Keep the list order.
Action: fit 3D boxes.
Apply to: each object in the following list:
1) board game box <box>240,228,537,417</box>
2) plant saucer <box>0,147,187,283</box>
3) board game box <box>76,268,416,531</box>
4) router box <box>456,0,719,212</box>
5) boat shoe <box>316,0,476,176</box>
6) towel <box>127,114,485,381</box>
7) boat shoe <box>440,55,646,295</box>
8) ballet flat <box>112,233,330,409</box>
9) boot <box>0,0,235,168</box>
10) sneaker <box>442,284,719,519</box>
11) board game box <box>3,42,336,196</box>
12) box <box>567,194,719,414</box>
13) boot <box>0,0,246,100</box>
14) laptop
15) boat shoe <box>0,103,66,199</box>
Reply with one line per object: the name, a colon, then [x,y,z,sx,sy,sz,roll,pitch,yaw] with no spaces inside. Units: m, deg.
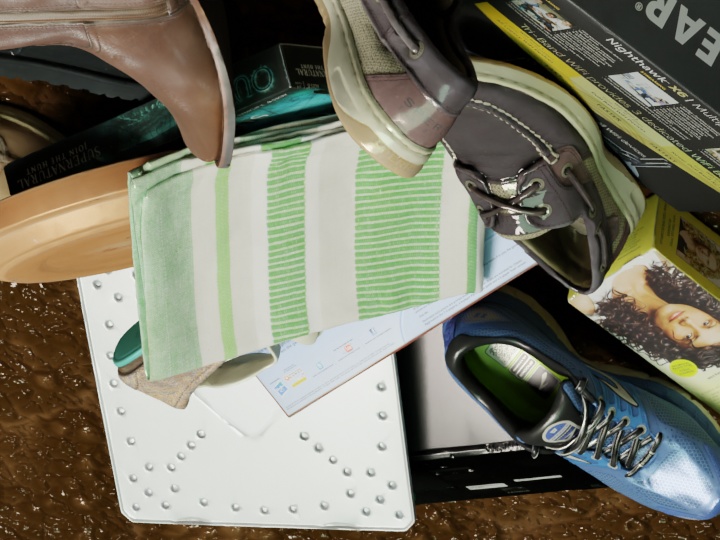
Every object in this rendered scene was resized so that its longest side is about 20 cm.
board game box: [0.000,0.000,1.221,0.199,0.019,0.103,-33,103,30]
plant saucer: [-0.125,-0.028,1.163,0.199,0.033,0.200,-15,173,-2]
board game box: [-0.069,0.067,1.303,0.198,0.026,0.201,0,114,16]
router box: [0.139,-0.101,1.034,0.199,0.052,0.157,34,169,-21]
boat shoe: [0.016,-0.131,0.983,0.065,0.201,0.072,-34,131,23]
towel: [-0.024,-0.020,1.114,0.199,0.023,0.153,-16,134,-16]
boat shoe: [0.088,-0.046,1.074,0.071,0.065,0.200,4,160,31]
ballet flat: [-0.060,0.022,1.212,0.067,0.068,0.200,42,129,-20]
boot: [-0.161,-0.106,0.972,0.198,0.065,0.187,-9,138,-2]
sneaker: [0.128,0.089,1.216,0.199,0.089,0.079,31,113,1]
board game box: [-0.077,-0.076,1.136,0.199,0.028,0.135,-20,172,34]
box: [0.218,0.039,1.225,0.199,0.050,0.075,34,136,-22]
boot: [-0.122,-0.160,1.028,0.197,0.074,0.163,1,149,-29]
laptop: [0.055,0.078,1.346,0.176,0.104,0.200,-8,160,24]
boat shoe: [-0.244,-0.064,1.231,0.199,0.065,0.071,24,138,-12]
